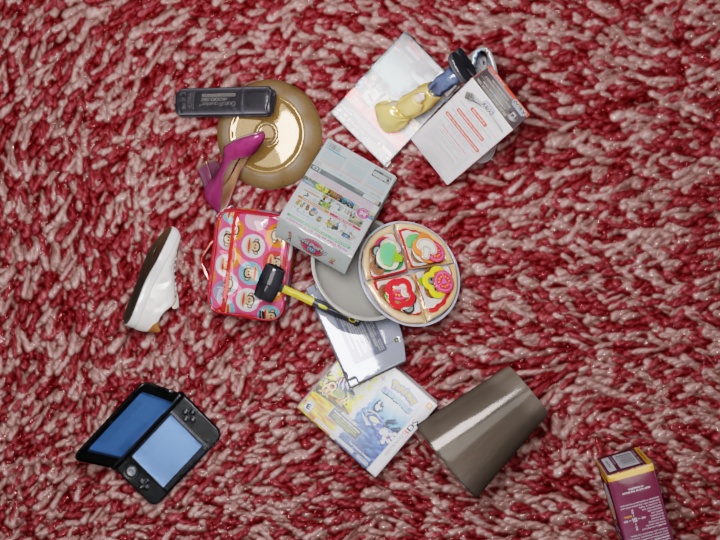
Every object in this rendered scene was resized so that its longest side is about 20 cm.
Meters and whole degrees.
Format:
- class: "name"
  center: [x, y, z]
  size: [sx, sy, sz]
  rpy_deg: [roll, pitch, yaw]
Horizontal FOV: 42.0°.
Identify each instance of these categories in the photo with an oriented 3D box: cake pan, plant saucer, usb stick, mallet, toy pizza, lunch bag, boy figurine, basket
- class: "cake pan"
  center: [0.000, 0.000, 1.685]
  size: [0.198, 0.037, 0.203]
  rpy_deg: [9, 65, -19]
- class: "plant saucer"
  center: [-0.170, -0.251, 1.725]
  size: [0.197, 0.035, 0.203]
  rpy_deg: [0, 94, 3]
- class: "usb stick"
  center: [-0.246, -0.305, 1.700]
  size: [0.197, 0.033, 0.056]
  rpy_deg: [3, 87, 20]
- class: "mallet"
  center: [-0.096, 0.061, 1.672]
  size: [0.199, 0.041, 0.066]
  rpy_deg: [31, 97, -9]
- class: "toy pizza"
  center: [0.092, 0.001, 1.680]
  size: [0.197, 0.032, 0.203]
  rpy_deg: [7, 67, -18]
- class: "lunch bag"
  center: [-0.209, -0.015, 1.727]
  size: [0.174, 0.082, 0.203]
  rpy_deg: [8, 95, 7]
- class: "boy figurine"
  center: [0.110, -0.311, 1.647]
  size: [0.199, 0.124, 0.065]
  rpy_deg: [-27, 102, 36]
- class: "basket"
  center: [0.231, 0.281, 1.697]
  size: [0.199, 0.136, 0.181]
  rpy_deg: [-40, 107, 1]

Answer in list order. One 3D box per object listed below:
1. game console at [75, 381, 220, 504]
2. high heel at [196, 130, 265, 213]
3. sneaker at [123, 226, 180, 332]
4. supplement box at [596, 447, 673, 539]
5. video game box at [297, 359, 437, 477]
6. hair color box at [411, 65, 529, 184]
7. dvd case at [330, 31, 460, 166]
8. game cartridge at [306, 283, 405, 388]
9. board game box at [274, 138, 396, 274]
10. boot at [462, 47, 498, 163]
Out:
- class: "game console"
  center: [-0.391, 0.325, 1.744]
  size: [0.176, 0.116, 0.200]
  rpy_deg: [44, 96, 0]
- class: "high heel"
  center: [-0.218, -0.177, 1.682]
  size: [0.199, 0.067, 0.097]
  rpy_deg: [-26, 88, 49]
- class: "sneaker"
  center: [-0.369, 0.020, 1.753]
  size: [0.084, 0.073, 0.202]
  rpy_deg: [23, 90, -29]
- class: "supplement box"
  center: [0.501, 0.439, 1.693]
  size: [0.085, 0.110, 0.203]
  rpy_deg: [-16, 93, 5]
- class: "video game box"
  center: [0.014, 0.251, 1.749]
  size: [0.200, 0.047, 0.183]
  rpy_deg: [41, 93, 0]
- class: "hair color box"
  center: [0.187, -0.249, 1.629]
  size: [0.111, 0.200, 0.064]
  rpy_deg: [51, 53, 0]
- class: "dvd case"
  center: [0.063, -0.312, 1.713]
  size: [0.146, 0.022, 0.200]
  rpy_deg: [43, 97, -1]
- class: "game cartridge"
  center: [-0.001, 0.097, 1.710]
  size: [0.132, 0.042, 0.202]
  rpy_deg: [-22, 77, -12]
- class: "board game box"
  center: [-0.042, -0.116, 1.662]
  size: [0.146, 0.064, 0.201]
  rpy_deg: [29, 57, 1]
- class: "boot"
  center: [0.211, -0.293, 1.668]
  size: [0.072, 0.096, 0.203]
  rpy_deg: [-4, 94, 4]
